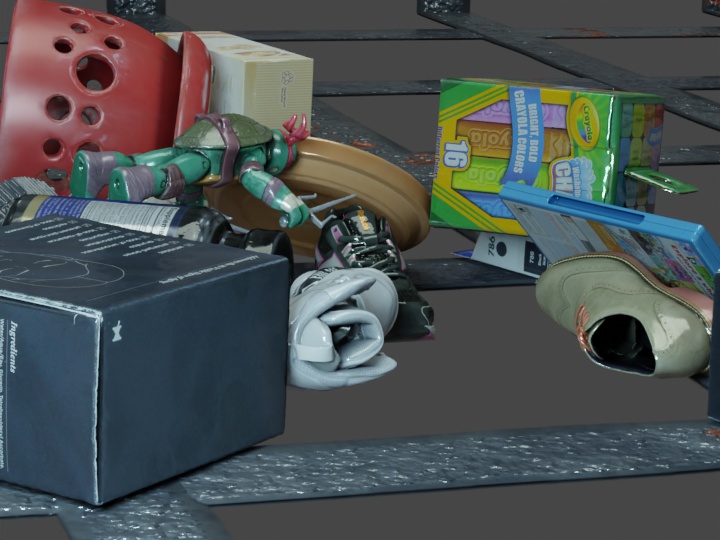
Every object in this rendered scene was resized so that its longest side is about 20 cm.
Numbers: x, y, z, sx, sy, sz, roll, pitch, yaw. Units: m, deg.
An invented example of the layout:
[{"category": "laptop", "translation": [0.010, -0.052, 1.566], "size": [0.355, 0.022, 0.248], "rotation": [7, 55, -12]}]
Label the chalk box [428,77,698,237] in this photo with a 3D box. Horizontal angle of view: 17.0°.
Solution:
[{"category": "chalk box", "translation": [0.172, -0.087, 1.949], "size": [0.199, 0.125, 0.125], "rotation": [7, 5, 24]}]

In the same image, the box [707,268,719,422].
[{"category": "box", "translation": [0.354, 0.052, 1.603], "size": [0.199, 0.108, 0.148], "rotation": [-7, 15, -37]}]

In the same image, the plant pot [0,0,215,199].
[{"category": "plant pot", "translation": [-0.230, -0.129, 2.133], "size": [0.181, 0.202, 0.200], "rotation": [8, 12, -9]}]

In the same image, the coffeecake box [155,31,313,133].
[{"category": "coffeecake box", "translation": [-0.123, -0.134, 2.242], "size": [0.073, 0.154, 0.200], "rotation": [-4, 15, -28]}]

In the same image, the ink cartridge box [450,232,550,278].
[{"category": "ink cartridge box", "translation": [0.176, -0.018, 2.037], "size": [0.099, 0.039, 0.200], "rotation": [-10, 17, -40]}]

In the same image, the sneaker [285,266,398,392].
[{"category": "sneaker", "translation": [-0.011, 0.040, 1.627], "size": [0.115, 0.076, 0.200], "rotation": [-9, 8, 39]}]

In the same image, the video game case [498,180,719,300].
[{"category": "video game case", "translation": [0.210, -0.003, 1.816], "size": [0.200, 0.143, 0.018], "rotation": [16, 64, 47]}]

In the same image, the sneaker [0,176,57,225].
[{"category": "sneaker", "translation": [-0.319, 0.002, 1.853], "size": [0.199, 0.082, 0.070], "rotation": [-24, 60, -27]}]

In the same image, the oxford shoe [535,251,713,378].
[{"category": "oxford shoe", "translation": [0.181, 0.032, 1.757], "size": [0.074, 0.071, 0.200], "rotation": [-14, 17, -30]}]

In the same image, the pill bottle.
[{"category": "pill bottle", "translation": [-0.153, 0.007, 1.717], "size": [0.199, 0.112, 0.112], "rotation": [5, 13, 11]}]

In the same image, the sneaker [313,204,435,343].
[{"category": "sneaker", "translation": [0.000, 0.000, 1.825], "size": [0.080, 0.087, 0.200], "rotation": [-5, 15, -19]}]

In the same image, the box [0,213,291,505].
[{"category": "box", "translation": [-0.178, 0.049, 1.502], "size": [0.196, 0.125, 0.200], "rotation": [9, 14, 32]}]

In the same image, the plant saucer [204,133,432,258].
[{"category": "plant saucer", "translation": [-0.040, -0.054, 1.982], "size": [0.199, 0.032, 0.200], "rotation": [9, -23, 4]}]

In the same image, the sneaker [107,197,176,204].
[{"category": "sneaker", "translation": [-0.177, -0.008, 1.897], "size": [0.099, 0.078, 0.200], "rotation": [16, 25, 22]}]

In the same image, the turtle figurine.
[{"category": "turtle figurine", "translation": [-0.113, -0.071, 1.848], "size": [0.199, 0.101, 0.149], "rotation": [-6, 0, -31]}]
